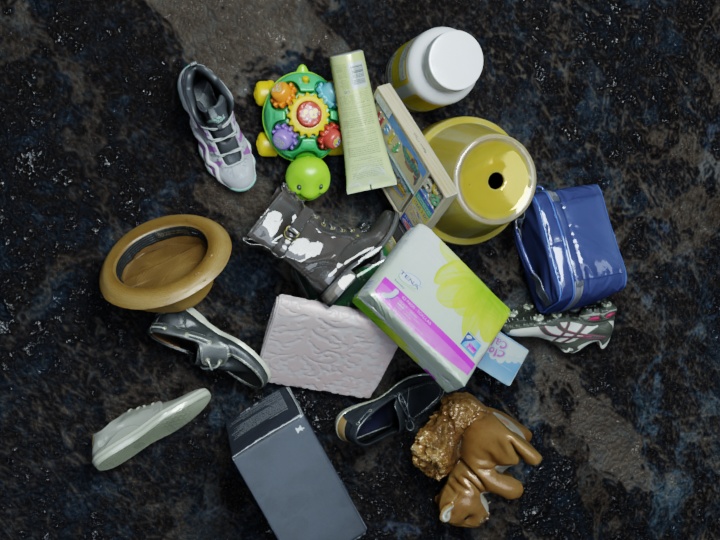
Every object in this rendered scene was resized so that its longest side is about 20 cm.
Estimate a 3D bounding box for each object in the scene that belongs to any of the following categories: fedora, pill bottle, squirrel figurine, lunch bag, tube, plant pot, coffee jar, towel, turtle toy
[{"bbox_3d":[-0.278,0.005,1.351,0.198,0.201,0.082,-21,135,-10],"label":"fedora"},{"bbox_3d":[0.111,-0.298,1.373,0.110,0.200,0.113,-1,95,-12],"label":"pill bottle"},{"bbox_3d":[0.166,0.308,1.482,0.199,0.142,0.188,34,98,-8],"label":"squirrel figurine"},{"bbox_3d":[0.316,-0.040,1.461,0.130,0.136,0.203,-12,77,-12],"label":"lunch bag"},{"bbox_3d":[-0.003,-0.217,1.356,0.052,0.058,0.203,-25,108,-44],"label":"tube"},{"bbox_3d":[0.173,-0.136,1.407,0.198,0.189,0.204,-1,95,-13],"label":"plant pot"},{"bbox_3d":[0.000,0.000,1.423,0.198,0.086,0.105,-24,60,-9],"label":"coffee jar"},{"bbox_3d":[-0.049,0.117,1.399,0.197,0.033,0.192,11,137,-12],"label":"towel"},{"bbox_3d":[-0.083,-0.207,1.387,0.143,0.101,0.203,-3,95,-12],"label":"turtle toy"}]

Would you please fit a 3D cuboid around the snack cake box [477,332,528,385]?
[{"bbox_3d":[0.154,0.095,1.458,0.199,0.115,0.068,32,87,-13],"label":"snack cake box"}]

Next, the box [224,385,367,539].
[{"bbox_3d":[-0.101,0.303,1.376,0.123,0.196,0.202,-30,100,-9],"label":"box"}]

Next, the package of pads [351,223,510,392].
[{"bbox_3d":[0.108,0.050,1.338,0.200,0.068,0.155,43,61,-8],"label":"package of pads"}]

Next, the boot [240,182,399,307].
[{"bbox_3d":[-0.054,-0.064,1.335,0.174,0.069,0.200,42,63,0],"label":"boot"}]

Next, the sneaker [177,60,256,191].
[{"bbox_3d":[-0.207,-0.207,1.338,0.077,0.140,0.202,-30,100,-9],"label":"sneaker"}]

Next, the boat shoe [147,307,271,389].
[{"bbox_3d":[-0.226,0.124,1.388,0.199,0.072,0.068,35,49,-8],"label":"boat shoe"}]

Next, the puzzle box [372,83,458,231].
[{"bbox_3d":[0.062,-0.158,1.373,0.025,0.133,0.202,-22,72,-28],"label":"puzzle box"}]

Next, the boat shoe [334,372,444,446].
[{"bbox_3d":[0.056,0.223,1.460,0.198,0.062,0.076,-21,113,-24],"label":"boat shoe"}]

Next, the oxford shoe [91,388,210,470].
[{"bbox_3d":[-0.319,0.226,1.391,0.198,0.075,0.058,-30,64,-11],"label":"oxford shoe"}]

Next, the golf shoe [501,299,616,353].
[{"bbox_3d":[0.326,0.098,1.521,0.197,0.077,0.089,-5,110,-7],"label":"golf shoe"}]
